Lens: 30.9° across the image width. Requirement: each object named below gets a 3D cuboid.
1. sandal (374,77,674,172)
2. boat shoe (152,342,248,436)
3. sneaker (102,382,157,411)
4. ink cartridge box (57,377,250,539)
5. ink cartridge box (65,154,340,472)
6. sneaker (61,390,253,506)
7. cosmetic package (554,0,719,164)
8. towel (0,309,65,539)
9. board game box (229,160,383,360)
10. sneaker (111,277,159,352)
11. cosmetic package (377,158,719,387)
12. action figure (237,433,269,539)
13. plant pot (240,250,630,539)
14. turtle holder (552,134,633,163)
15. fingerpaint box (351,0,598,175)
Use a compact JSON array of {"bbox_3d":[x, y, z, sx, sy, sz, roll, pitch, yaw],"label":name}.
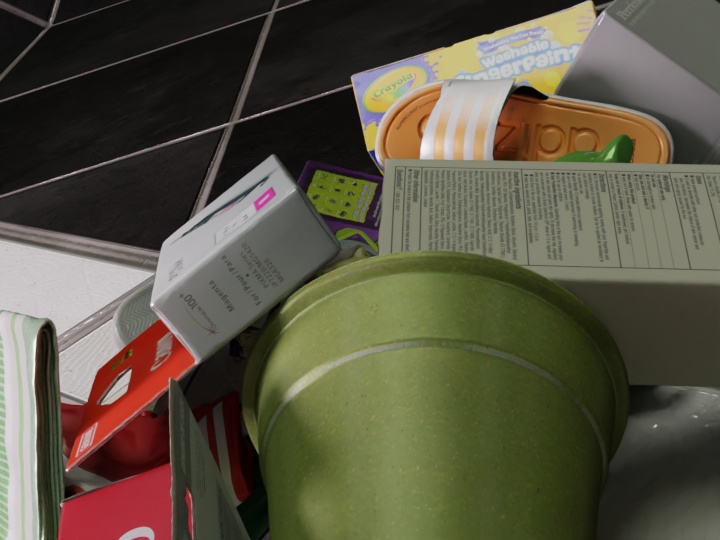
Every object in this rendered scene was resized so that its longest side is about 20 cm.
[{"bbox_3d":[0.106,-0.093,0.873,0.204,0.080,0.059,4,-4,16],"label":"sandal"},{"bbox_3d":[-0.060,0.065,0.837,0.065,0.072,0.200,15,53,38],"label":"boat shoe"},{"bbox_3d":[-0.151,0.122,0.862,0.089,0.068,0.200,-10,22,35],"label":"sneaker"},{"bbox_3d":[-0.084,0.172,0.566,0.083,0.177,0.200,-20,23,0],"label":"ink cartridge box"},{"bbox_3d":[-0.097,0.012,0.717,0.173,0.044,0.200,-38,12,0],"label":"ink cartridge box"},{"bbox_3d":[-0.130,0.110,0.769,0.115,0.079,0.199,-25,32,-27],"label":"sneaker"},{"bbox_3d":[0.248,-0.114,0.904,0.107,0.199,0.090,-47,-8,-44],"label":"cosmetic package"},{"bbox_3d":[-0.217,0.098,0.759,0.023,0.155,0.199,-3,4,-33],"label":"towel"},{"bbox_3d":[0.000,0.000,0.820,0.119,0.033,0.201,10,34,7],"label":"board game box"},{"bbox_3d":[-0.108,0.042,0.959,0.199,0.074,0.115,-19,-15,-39],"label":"sneaker"},{"bbox_3d":[0.108,-0.001,0.671,0.197,0.074,0.104,3,39,3],"label":"cosmetic package"},{"bbox_3d":[-0.064,0.139,0.776,0.200,0.055,0.118,-39,27,-28],"label":"action figure"},{"bbox_3d":[0.033,0.129,0.592,0.198,0.201,0.191,-14,37,14],"label":"plant pot"},{"bbox_3d":[0.125,0.019,0.812,0.131,0.140,0.187,-22,47,47],"label":"turtle holder"},{"bbox_3d":[0.111,-0.124,1.072,0.198,0.074,0.167,-16,-21,10],"label":"fingerpaint box"}]
